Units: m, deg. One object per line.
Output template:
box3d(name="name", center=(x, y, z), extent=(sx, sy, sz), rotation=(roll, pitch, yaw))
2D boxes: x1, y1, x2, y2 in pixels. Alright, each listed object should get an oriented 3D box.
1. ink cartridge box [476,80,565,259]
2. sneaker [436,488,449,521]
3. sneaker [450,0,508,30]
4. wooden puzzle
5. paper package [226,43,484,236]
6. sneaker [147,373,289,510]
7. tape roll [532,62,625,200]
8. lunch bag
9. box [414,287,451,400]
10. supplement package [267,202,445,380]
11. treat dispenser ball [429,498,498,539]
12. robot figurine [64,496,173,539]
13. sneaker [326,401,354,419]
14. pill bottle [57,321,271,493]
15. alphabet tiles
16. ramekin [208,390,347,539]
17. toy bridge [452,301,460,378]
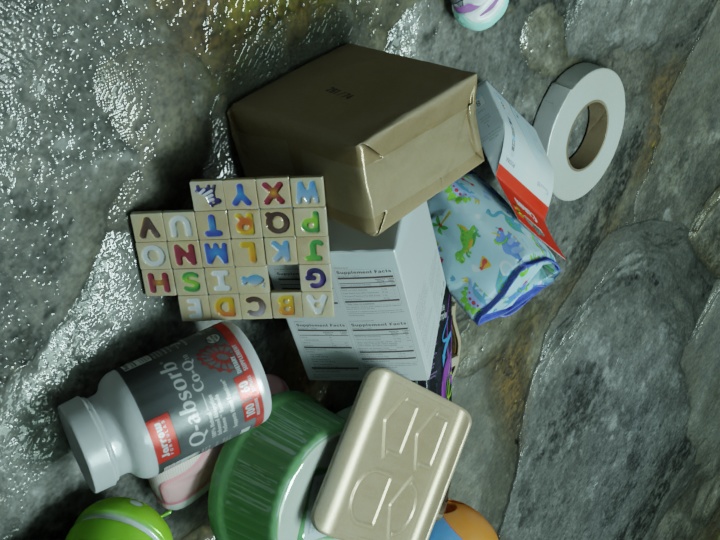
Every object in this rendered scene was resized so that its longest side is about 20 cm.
box3d(name="ink cartridge box", center=(0.213, -0.129, 1.425), extent=(0.047, 0.202, 0.159), rotation=(-32, 147, 19))
box3d(name="sneaker", center=(0.095, 0.255, 1.496), extent=(0.070, 0.201, 0.076), rotation=(31, 108, -13))
box3d(name="sneaker", center=(0.167, -0.399, 1.301), extent=(0.201, 0.077, 0.140), rotation=(-54, 142, -13))
box3d(name="wooden puzzle", center=(0.032, 0.218, 1.252), extent=(0.199, 0.046, 0.188), rotation=(30, 79, -47))
box3d(name="paper package", center=(-0.001, -0.145, 1.149), extent=(0.190, 0.198, 0.105), rotation=(-35, 130, -32))
box3d(name="sneaker", center=(-0.164, 0.173, 1.244), extent=(0.200, 0.075, 0.106), rotation=(-41, 142, -20))
box3d(name="tape roll", center=(0.321, -0.204, 1.626), extent=(0.201, 0.037, 0.206), rotation=(-28, 131, -37))
box3d(name="lunch bag", center=(0.159, -0.036, 1.405), extent=(0.128, 0.170, 0.199), rotation=(-50, 163, 28))
box3d(name="box", center=(0.091, 0.106, 1.448), extent=(0.143, 0.035, 0.204), rotation=(-16, 104, -72))
box3d(name="supplement package", center=(0.000, 0.000, 1.235), extent=(0.153, 0.148, 0.202), rotation=(-76, 157, -43))
box3d(name="treat dispenser ball", center=(0.116, 0.438, 1.621), extent=(0.199, 0.199, 0.204), rotation=(-26, 129, -37))
box3d(name="robot figurine", center=(-0.262, 0.322, 1.136), extent=(0.201, 0.172, 0.117), rotation=(-71, 159, -51))
box3d(name="sneaker", center=(0.021, 0.195, 1.497), extent=(0.117, 0.075, 0.200), rotation=(-28, 166, 12))
box3d(name="pill bottle", center=(-0.200, 0.142, 1.137), extent=(0.198, 0.116, 0.118), rotation=(-24, 129, -23))
box3d(name="alphabet tiles", center=(-0.129, -0.019, 1.116), extent=(0.008, 0.196, 0.170), rotation=(-88, 175, -55))
box3d(name="ramekin", center=(-0.068, 0.248, 1.249), extent=(0.198, 0.097, 0.204), rotation=(-22, 120, -45))
box3d(name="toy bridge", center=(0.114, 0.132, 1.585), extent=(0.067, 0.027, 0.203), rotation=(-20, 126, -43))
